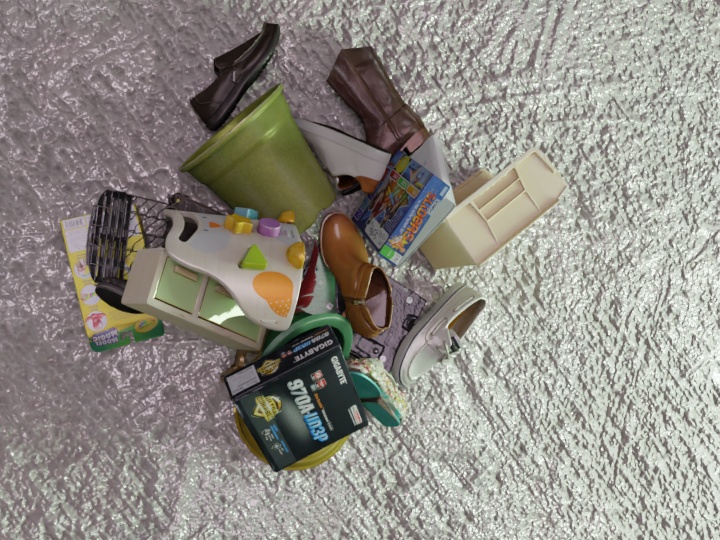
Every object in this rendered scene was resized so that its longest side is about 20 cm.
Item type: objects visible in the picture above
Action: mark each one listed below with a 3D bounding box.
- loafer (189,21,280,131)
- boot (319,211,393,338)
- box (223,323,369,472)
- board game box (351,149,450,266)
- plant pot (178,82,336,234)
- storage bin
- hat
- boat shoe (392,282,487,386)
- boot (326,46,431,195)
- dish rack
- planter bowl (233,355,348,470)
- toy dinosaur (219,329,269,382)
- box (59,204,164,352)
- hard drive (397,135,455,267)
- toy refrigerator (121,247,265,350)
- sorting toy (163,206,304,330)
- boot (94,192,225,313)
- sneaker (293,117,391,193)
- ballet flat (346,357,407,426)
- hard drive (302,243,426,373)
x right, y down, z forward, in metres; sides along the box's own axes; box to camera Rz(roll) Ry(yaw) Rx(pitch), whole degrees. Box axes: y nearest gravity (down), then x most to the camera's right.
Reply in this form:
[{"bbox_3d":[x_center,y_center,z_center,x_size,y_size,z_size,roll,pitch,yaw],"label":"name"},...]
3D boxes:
[{"bbox_3d":[-0.196,-0.317,1.273,0.071,0.073,0.201,36,79,-10],"label":"loafer"},{"bbox_3d":[0.000,0.000,1.214,0.073,0.155,0.203,-18,90,-13],"label":"boot"},{"bbox_3d":[-0.083,0.181,1.123,0.157,0.201,0.046,-25,48,-8],"label":"box"},{"bbox_3d":[0.054,-0.098,1.203,0.034,0.200,0.136,32,100,-20],"label":"board game box"},{"bbox_3d":[-0.139,-0.146,1.228,0.200,0.200,0.185,-43,107,-12],"label":"plant pot"},{"bbox_3d":[0.194,-0.094,1.281,0.198,0.200,0.094,-38,96,-13],"label":"storage bin"},{"bbox_3d":[-0.119,0.079,1.200,0.198,0.176,0.167,-5,129,-43],"label":"hat"},{"bbox_3d":[0.132,0.110,1.308,0.200,0.069,0.071,-48,135,-16],"label":"boat shoe"},{"bbox_3d":[-0.008,-0.248,1.322,0.185,0.064,0.201,-36,91,-12],"label":"boot"},{"bbox_3d":[-0.305,-0.031,1.193,0.198,0.054,0.156,12,74,-35],"label":"dish rack"},{"bbox_3d":[-0.093,0.211,1.251,0.197,0.083,0.204,1,85,-13],"label":"planter bowl"},{"bbox_3d":[-0.161,0.075,1.231,0.058,0.101,0.202,9,118,-44],"label":"toy dinosaur"},{"bbox_3d":[-0.369,0.013,1.222,0.116,0.048,0.203,-13,87,-15],"label":"box"},{"bbox_3d":[0.085,-0.110,1.239,0.026,0.201,0.132,32,118,-20],"label":"hard drive"},{"bbox_3d":[-0.214,0.043,1.099,0.199,0.069,0.077,30,67,-43],"label":"toy refrigerator"},{"bbox_3d":[-0.177,-0.032,1.087,0.178,0.201,0.108,15,115,-23],"label":"sorting toy"},{"bbox_3d":[-0.273,-0.024,1.146,0.198,0.069,0.177,17,72,-45],"label":"boot"},{"bbox_3d":[-0.047,-0.178,1.264,0.072,0.199,0.086,1,114,-52],"label":"sneaker"},{"bbox_3d":[0.020,0.174,1.250,0.074,0.201,0.065,0,57,23],"label":"ballet flat"},{"bbox_3d":[-0.010,0.058,1.306,0.198,0.038,0.141,31,79,-10],"label":"hard drive"}]
